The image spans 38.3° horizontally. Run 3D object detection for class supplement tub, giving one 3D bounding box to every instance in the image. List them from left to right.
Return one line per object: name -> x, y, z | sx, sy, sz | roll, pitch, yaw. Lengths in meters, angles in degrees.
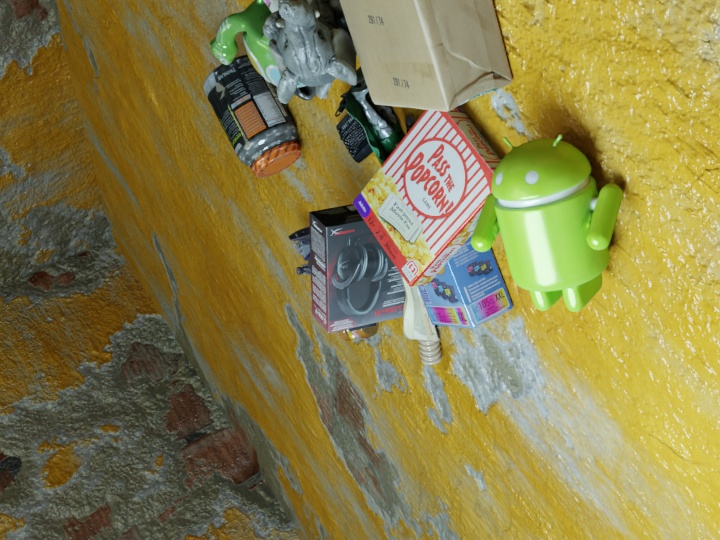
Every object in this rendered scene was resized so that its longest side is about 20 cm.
supplement tub -> -0.193, -0.279, 1.891 | 0.202, 0.121, 0.123 | 62, 159, 8

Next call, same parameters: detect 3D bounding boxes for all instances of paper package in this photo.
paper package -> 0.072, -0.298, 1.263 | 0.199, 0.103, 0.193 | 19, 132, 61

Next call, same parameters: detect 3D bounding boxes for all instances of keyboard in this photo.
keyboard -> -0.007, -0.232, 1.613 | 0.105, 0.039, 0.200 | 63, 158, 2

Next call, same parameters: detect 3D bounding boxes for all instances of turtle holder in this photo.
turtle holder -> -0.118, -0.338, 1.555 | 0.141, 0.184, 0.132 | 52, 155, 25

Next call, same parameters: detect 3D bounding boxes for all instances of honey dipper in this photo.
honey dipper -> 0.103, 0.059, 1.684 | 0.038, 0.038, 0.202 | 33, 139, 54

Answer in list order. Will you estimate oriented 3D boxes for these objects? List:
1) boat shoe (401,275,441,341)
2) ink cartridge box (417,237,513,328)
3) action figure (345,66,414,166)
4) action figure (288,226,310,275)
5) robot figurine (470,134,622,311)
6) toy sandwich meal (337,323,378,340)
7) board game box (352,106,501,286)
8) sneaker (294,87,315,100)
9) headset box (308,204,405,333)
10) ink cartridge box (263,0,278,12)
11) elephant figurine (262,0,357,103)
boat shoe -> 0.102, 0.019, 1.605 | 0.064, 0.072, 0.202 | 9, 118, 16
ink cartridge box -> 0.124, -0.025, 1.483 | 0.136, 0.076, 0.202 | -2, 110, 67
action figure -> 0.049, -0.185, 1.474 | 0.054, 0.119, 0.201 | -15, 125, 30
action figure -> -0.082, 0.008, 2.022 | 0.130, 0.069, 0.202 | 40, 151, 39
robot figurine -> 0.214, -0.057, 1.170 | 0.174, 0.115, 0.202 | 1, 115, 42
toy sandwich meal -> -0.027, 0.023, 1.791 | 0.206, 0.070, 0.206 | 56, -164, -25
board game box -> 0.095, -0.102, 1.369 | 0.200, 0.046, 0.152 | -50, 63, 31
sneaker -> -0.100, -0.359, 1.673 | 0.082, 0.077, 0.201 | 35, 155, 29
headset box -> 0.000, 0.000, 1.641 | 0.077, 0.147, 0.203 | -139, 43, -57
ink cartridge box -> -0.074, -0.404, 1.475 | 0.201, 0.116, 0.068 | 55, 157, 21
elephant figurine -> -0.068, -0.281, 1.331 | 0.154, 0.142, 0.201 | 33, -154, -19
